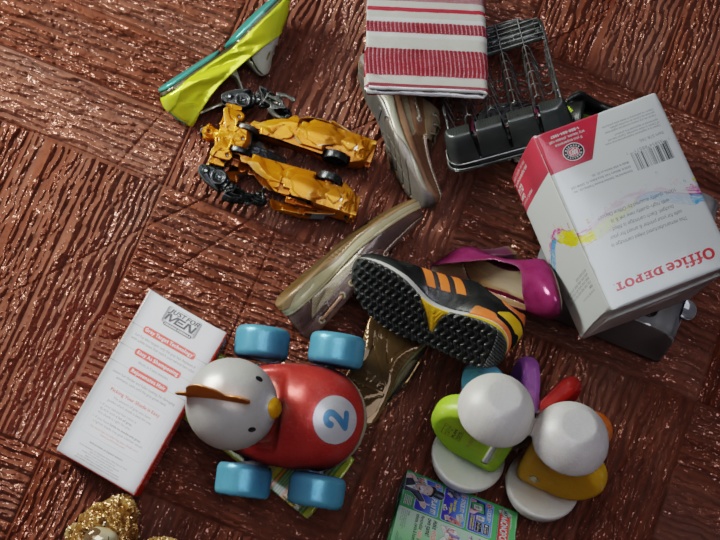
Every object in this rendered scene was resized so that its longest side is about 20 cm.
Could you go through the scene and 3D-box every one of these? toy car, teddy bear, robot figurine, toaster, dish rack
[{"bbox_3d":[0.179,0.165,1.677,0.199,0.175,0.150,20,55,1],"label":"toy car"},{"bbox_3d":[-0.242,0.335,1.620,0.144,0.067,0.201,-17,86,30],"label":"teddy bear"},{"bbox_3d":[-0.090,-0.128,1.783,0.199,0.058,0.146,17,73,-1],"label":"robot figurine"},{"bbox_3d":[-0.104,0.143,1.599,0.176,0.200,0.185,4,81,25],"label":"toy car"},{"bbox_3d":[0.294,-0.020,1.760,0.199,0.119,0.182,23,73,1],"label":"toaster"},{"bbox_3d":[0.160,-0.212,1.792,0.153,0.055,0.201,-14,43,8],"label":"dish rack"}]

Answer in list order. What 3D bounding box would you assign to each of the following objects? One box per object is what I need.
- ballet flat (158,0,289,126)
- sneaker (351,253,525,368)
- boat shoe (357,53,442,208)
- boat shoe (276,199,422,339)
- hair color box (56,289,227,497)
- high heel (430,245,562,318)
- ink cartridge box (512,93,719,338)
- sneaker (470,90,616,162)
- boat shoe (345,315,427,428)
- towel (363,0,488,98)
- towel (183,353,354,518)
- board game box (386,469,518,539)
[{"bbox_3d":[-0.146,-0.242,1.814,0.200,0.067,0.067,-41,103,-12],"label":"ballet flat"},{"bbox_3d":[0.086,0.034,1.686,0.199,0.070,0.090,28,33,20],"label":"sneaker"},{"bbox_3d":[0.060,-0.171,1.803,0.071,0.076,0.201,-18,79,-12],"label":"boat shoe"},{"bbox_3d":[0.000,0.000,1.750,0.200,0.072,0.072,-40,98,-14],"label":"boat shoe"},{"bbox_3d":[-0.235,0.134,1.686,0.101,0.061,0.201,29,80,3],"label":"hair color box"},{"bbox_3d":[0.151,0.019,1.707,0.096,0.200,0.068,-11,104,-14],"label":"high heel"},{"bbox_3d":[0.271,-0.053,1.629,0.145,0.145,0.201,-19,77,-10],"label":"ink cartridge box"},{"bbox_3d":[0.230,-0.172,1.806,0.199,0.088,0.074,6,68,-1],"label":"sneaker"},{"bbox_3d":[0.035,0.095,1.727,0.072,0.072,0.201,25,73,11],"label":"boat shoe"},{"bbox_3d":[0.076,-0.268,1.806,0.143,0.023,0.201,2,46,0],"label":"towel"},{"bbox_3d":[-0.108,0.181,1.717,0.200,0.018,0.086,38,74,5],"label":"towel"},{"bbox_3d":[0.095,0.290,1.627,0.134,0.200,0.029,22,112,0],"label":"board game box"}]
